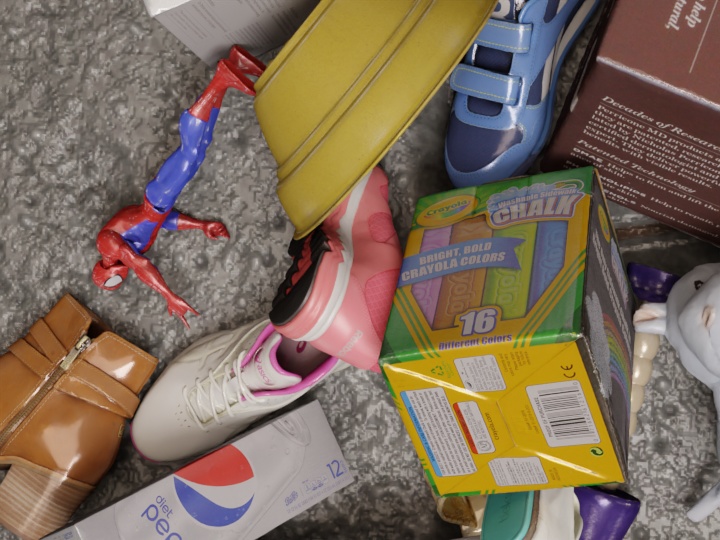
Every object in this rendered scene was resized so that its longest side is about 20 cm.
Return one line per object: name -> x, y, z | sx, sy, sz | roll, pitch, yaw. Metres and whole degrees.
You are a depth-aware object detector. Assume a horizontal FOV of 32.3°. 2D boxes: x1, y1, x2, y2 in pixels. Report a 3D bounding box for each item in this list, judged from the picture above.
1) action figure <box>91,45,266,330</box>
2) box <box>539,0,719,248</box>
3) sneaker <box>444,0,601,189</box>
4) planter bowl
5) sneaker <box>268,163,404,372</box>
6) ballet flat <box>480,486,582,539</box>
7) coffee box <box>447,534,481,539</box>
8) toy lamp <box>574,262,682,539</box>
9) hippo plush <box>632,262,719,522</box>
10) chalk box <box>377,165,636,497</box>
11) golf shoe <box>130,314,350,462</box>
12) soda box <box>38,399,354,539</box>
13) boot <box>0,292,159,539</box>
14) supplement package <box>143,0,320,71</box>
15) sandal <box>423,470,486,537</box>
action figure -> -0.112, -0.045, 0.863 | 0.099, 0.065, 0.200 | 40, 114, -7
box -> 0.225, -0.130, 0.759 | 0.163, 0.200, 0.167 | 23, 77, 5
sneaker -> 0.098, -0.148, 0.836 | 0.073, 0.082, 0.202 | 19, 88, 35
planter bowl -> -0.008, -0.123, 0.773 | 0.083, 0.200, 0.201 | 40, 93, -9
sneaker -> 0.000, 0.000, 0.813 | 0.086, 0.201, 0.074 | 36, 120, -12
ballet flat -> 0.118, 0.125, 0.810 | 0.069, 0.201, 0.070 | 7, 131, 8
coffee box -> 0.044, 0.279, 0.802 | 0.113, 0.080, 0.202 | -9, 120, 1
toy lamp -> 0.181, 0.099, 0.851 | 0.058, 0.058, 0.202 | 18, 92, 5
hippo plush -> 0.267, 0.061, 0.763 | 0.158, 0.200, 0.162 | -20, 84, 1
chalk box -> 0.099, 0.022, 0.779 | 0.122, 0.201, 0.125 | -9, 127, 21
golf shoe -> -0.080, 0.070, 0.858 | 0.199, 0.092, 0.076 | -33, 89, 6
soda box -> -0.103, 0.156, 0.813 | 0.199, 0.068, 0.064 | -23, 86, -38
boot -> -0.254, 0.080, 0.884 | 0.199, 0.077, 0.156 | 29, 84, 18
supplement package -> -0.049, -0.248, 0.803 | 0.198, 0.191, 0.148 | -23, 87, 4
sandal -> 0.085, 0.153, 0.852 | 0.077, 0.070, 0.214 | -15, 89, 5
